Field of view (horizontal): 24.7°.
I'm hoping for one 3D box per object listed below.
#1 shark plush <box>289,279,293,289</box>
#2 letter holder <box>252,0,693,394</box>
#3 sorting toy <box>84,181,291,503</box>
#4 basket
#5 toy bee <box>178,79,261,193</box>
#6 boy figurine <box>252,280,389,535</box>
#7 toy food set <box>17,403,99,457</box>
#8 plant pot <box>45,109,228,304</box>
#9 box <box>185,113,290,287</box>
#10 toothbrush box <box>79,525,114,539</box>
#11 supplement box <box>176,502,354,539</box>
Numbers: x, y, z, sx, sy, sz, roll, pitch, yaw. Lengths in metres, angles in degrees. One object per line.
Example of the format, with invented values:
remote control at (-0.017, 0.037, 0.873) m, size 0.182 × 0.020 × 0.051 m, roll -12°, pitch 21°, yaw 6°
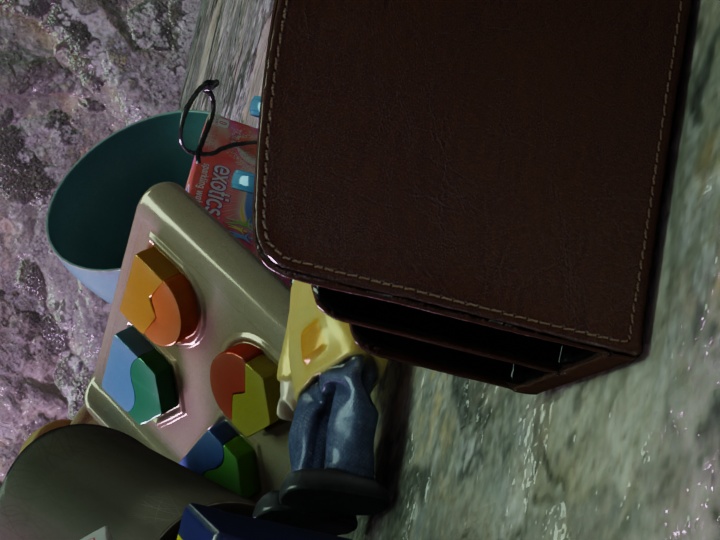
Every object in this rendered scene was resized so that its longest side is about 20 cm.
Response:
shark plush at (0.000, 0.000, 0.961) m, size 0.083 × 0.090 × 0.202 m, roll 46°, pitch -145°, yaw -80°
letter holder at (0.031, -0.074, 0.587) m, size 0.101 × 0.141 × 0.202 m, roll 142°, pitch 140°, yaw -72°
sorting toy at (-0.104, 0.072, 1.069) m, size 0.036 × 0.185 × 0.201 m, roll -23°, pitch -33°, yaw -45°
basket at (-0.120, 0.182, 0.981) m, size 0.136 × 0.182 × 0.199 m, roll -35°, pitch 14°, yaw -24°
toy bee at (-0.032, -0.063, 1.061) m, size 0.200 × 0.108 × 0.132 m, roll -43°, pitch -34°, yaw -63°
boy figurine at (-0.014, 0.031, 0.860) m, size 0.124 × 0.064 × 0.202 m, roll 139°, pitch 138°, yaw -56°
toy food set at (-0.170, 0.191, 1.241) m, size 0.200 × 0.048 × 0.200 m, roll 68°, pitch -156°, yaw -4°
plant pot at (-0.171, -0.030, 1.519) m, size 0.201 × 0.198 × 0.135 m, roll -87°, pitch -22°, yaw -45°
box at (-0.088, -0.013, 1.195) m, size 0.201 × 0.102 × 0.095 m, roll -83°, pitch 12°, yaw -54°
toothbrush box at (-0.112, 0.247, 0.799) m, size 0.201 × 0.085 × 0.146 m, roll 63°, pitch 175°, yaw -10°
supplement box at (-0.038, 0.210, 0.678) m, size 0.109 × 0.108 × 0.202 m, roll 170°, pitch 113°, yaw -78°
